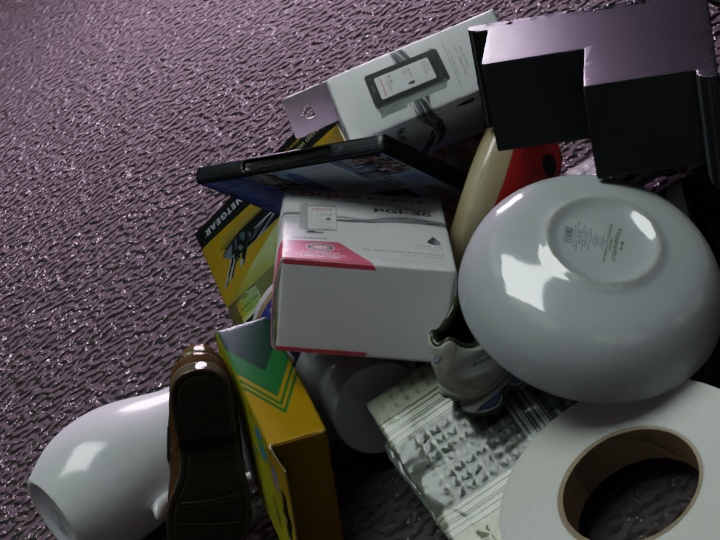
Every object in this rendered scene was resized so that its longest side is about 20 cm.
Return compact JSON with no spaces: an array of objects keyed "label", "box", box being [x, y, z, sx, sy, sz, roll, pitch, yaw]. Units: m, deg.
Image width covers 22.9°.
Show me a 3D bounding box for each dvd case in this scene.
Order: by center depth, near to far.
[{"label":"dvd case","box":[-0.025,-0.081,1.561,0.199,0.142,0.018,-7,74,33]}]

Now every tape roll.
[{"label":"tape roll","box":[0.194,0.162,1.248,0.202,0.037,0.204,-19,39,16]}]

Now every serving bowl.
[{"label":"serving bowl","box":[0.173,-0.001,1.305,0.198,0.066,0.201,2,49,-2]}]

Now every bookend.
[{"label":"bookend","box":[0.182,-0.131,1.385,0.197,0.093,0.200,-8,25,11]}]

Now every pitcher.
[{"label":"pitcher","box":[-0.181,0.176,1.590,0.200,0.122,0.171,-35,41,-25]}]

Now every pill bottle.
[{"label":"pill bottle","box":[-0.017,0.080,1.550,0.111,0.111,0.200,-36,28,-5]}]

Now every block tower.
[{"label":"block tower","box":[0.096,-0.124,1.639,0.057,0.054,0.201,19,77,9]}]

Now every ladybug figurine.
[{"label":"ladybug figurine","box":[0.127,-0.052,1.564,0.071,0.201,0.136,19,22,10]}]

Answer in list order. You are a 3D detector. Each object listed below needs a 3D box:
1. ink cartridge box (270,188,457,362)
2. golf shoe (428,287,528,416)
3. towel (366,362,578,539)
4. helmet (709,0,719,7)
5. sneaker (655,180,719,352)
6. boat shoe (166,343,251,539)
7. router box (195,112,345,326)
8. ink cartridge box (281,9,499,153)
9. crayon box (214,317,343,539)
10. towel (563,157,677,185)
[{"label":"ink cartridge box","box":[0.000,0.000,1.485,0.145,0.083,0.200,4,19,-3]},{"label":"golf shoe","box":[0.124,0.014,1.378,0.078,0.097,0.200,21,66,38]},{"label":"towel","box":[0.121,0.119,1.389,0.199,0.035,0.193,-33,48,0]},{"label":"helmet","box":[0.381,-0.343,1.704,0.201,0.190,0.200,-53,-2,-3]},{"label":"sneaker","box":[0.223,0.012,1.431,0.120,0.084,0.201,-23,29,19]},{"label":"boat shoe","box":[-0.127,0.159,1.487,0.071,0.201,0.068,1,21,-7]},{"label":"router box","box":[-0.058,-0.038,1.722,0.200,0.052,0.158,-44,49,20]},{"label":"ink cartridge box","box":[0.039,-0.144,1.560,0.199,0.068,0.116,-23,-15,0]},{"label":"crayon box","box":[-0.062,0.146,1.455,0.050,0.128,0.200,-15,36,-12]},{"label":"towel","box":[0.263,-0.112,1.540,0.192,0.035,0.200,-26,7,8]}]
